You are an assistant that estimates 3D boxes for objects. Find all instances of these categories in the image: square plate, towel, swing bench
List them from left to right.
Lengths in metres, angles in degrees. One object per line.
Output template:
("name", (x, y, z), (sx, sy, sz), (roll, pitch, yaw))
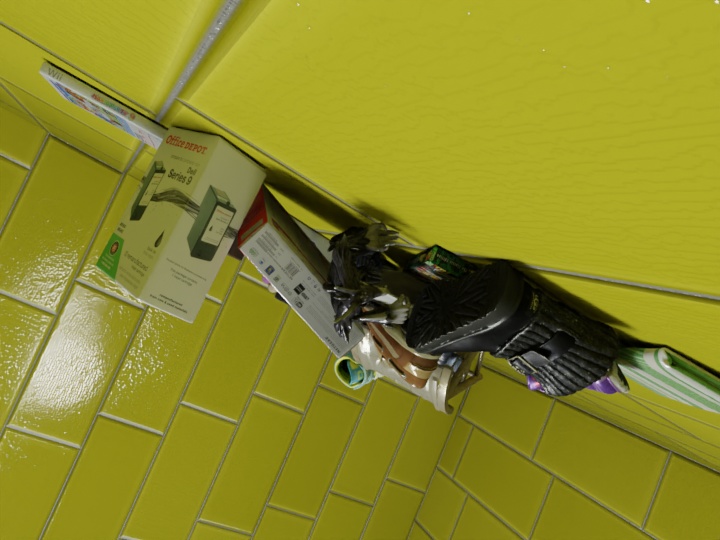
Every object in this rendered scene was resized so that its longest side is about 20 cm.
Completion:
("square plate", (0.084, 0.041, 0.834), (0.194, 0.029, 0.197), (25, -166, 36))
("swing bench", (0.110, 0.146, 1.016), (0.195, 0.134, 0.198), (25, -147, 29))
("towel", (0.345, 0.119, 0.641), (0.149, 0.024, 0.200), (28, 177, -1))

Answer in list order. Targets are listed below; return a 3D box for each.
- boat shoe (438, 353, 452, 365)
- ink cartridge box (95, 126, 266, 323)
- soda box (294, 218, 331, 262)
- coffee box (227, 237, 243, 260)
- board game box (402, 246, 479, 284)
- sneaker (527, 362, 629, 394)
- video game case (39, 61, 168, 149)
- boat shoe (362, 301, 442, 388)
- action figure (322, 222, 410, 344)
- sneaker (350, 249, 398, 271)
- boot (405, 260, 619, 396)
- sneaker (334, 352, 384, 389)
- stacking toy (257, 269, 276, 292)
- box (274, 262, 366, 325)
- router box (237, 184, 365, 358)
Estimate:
("boat shoe", (0.080, 0.083, 0.886), (0.081, 0.071, 0.200), (11, -168, -22))
("ink cartridge box", (-0.221, -0.063, 0.691), (0.143, 0.205, 0.083), (20, 171, 44))
("soda box", (-0.135, -0.061, 1.047), (0.062, 0.070, 0.198), (20, 173, 46))
("coffee box", (-0.241, -0.098, 0.958), (0.078, 0.116, 0.198), (27, 175, -31))
("board game box", (0.116, 0.010, 0.722), (0.102, 0.024, 0.200), (25, 175, -2))
("sneaker", (0.244, 0.120, 0.674), (0.082, 0.082, 0.200), (55, 173, -1))
("video game case", (-0.340, -0.217, 0.803), (0.195, 0.019, 0.143), (28, 176, -17))
("boat shoe", (0.045, 0.096, 0.780), (0.073, 0.077, 0.200), (11, -169, -21))
("action figure", (0.006, 0.004, 0.656), (0.098, 0.124, 0.201), (-6, -164, 1))
("sneaker", (0.000, 0.000, 0.947), (0.077, 0.077, 0.200), (26, 174, 28))
("boot", (0.153, 0.074, 0.613), (0.154, 0.082, 0.210), (28, 159, -18))
("sneaker", (0.038, 0.195, 1.128), (0.192, 0.083, 0.130), (-4, -171, 18))
("stacking toy", (-0.205, -0.060, 1.118), (0.202, 0.085, 0.085), (53, 170, -10))
("box", (-0.060, 0.036, 1.197), (0.195, 0.152, 0.104), (25, 177, 21))
("router box", (-0.083, -0.006, 0.758), (0.201, 0.048, 0.180), (51, -175, -25))
